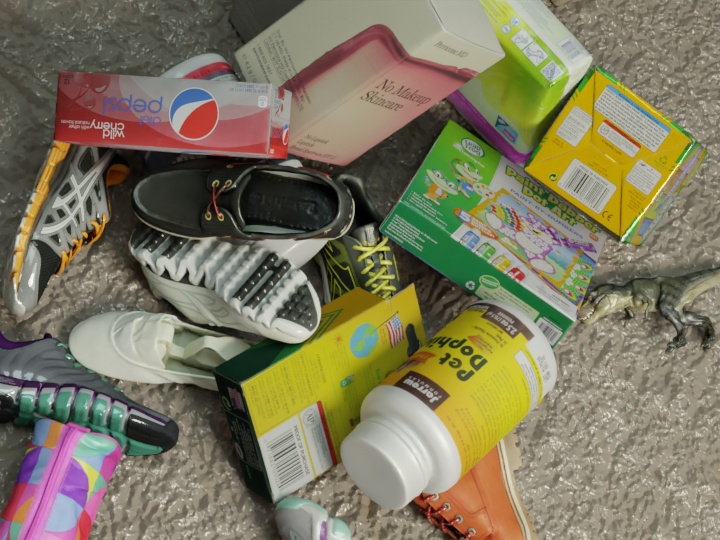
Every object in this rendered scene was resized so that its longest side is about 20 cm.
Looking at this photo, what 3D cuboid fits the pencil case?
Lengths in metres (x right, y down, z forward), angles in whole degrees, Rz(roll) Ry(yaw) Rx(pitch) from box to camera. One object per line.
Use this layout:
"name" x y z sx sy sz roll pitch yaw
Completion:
"pencil case" -0.264 0.220 1.485 0.088 0.088 0.201 22 58 -8

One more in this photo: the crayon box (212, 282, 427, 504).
"crayon box" -0.027 0.103 1.607 0.199 0.051 0.128 -28 119 -29

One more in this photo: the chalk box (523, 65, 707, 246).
"chalk box" 0.257 -0.108 1.772 0.124 0.200 0.124 37 99 12

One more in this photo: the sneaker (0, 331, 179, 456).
"sneaker" -0.248 0.096 1.560 0.199 0.075 0.088 17 55 -11

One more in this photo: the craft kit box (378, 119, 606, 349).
"craft kit box" 0.133 -0.039 1.726 0.199 0.049 0.198 34 29 -2

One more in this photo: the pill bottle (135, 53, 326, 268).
"pill bottle" -0.120 -0.088 1.663 0.119 0.120 0.200 -31 78 -29

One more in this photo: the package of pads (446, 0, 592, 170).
"package of pads" 0.140 -0.203 1.757 0.068 0.200 0.155 -36 76 -18

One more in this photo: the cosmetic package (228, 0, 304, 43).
"cosmetic package" -0.052 -0.269 1.725 0.090 0.200 0.107 -25 76 -28

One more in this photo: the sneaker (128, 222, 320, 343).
"sneaker" -0.116 0.019 1.600 0.199 0.081 0.075 26 49 28

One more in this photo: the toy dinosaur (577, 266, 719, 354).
"toy dinosaur" 0.315 0.038 1.802 0.199 0.048 0.089 -11 63 -27

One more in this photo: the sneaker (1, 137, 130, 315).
"sneaker" -0.266 -0.045 1.617 0.077 0.078 0.201 24 59 -12

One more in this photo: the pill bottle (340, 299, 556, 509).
"pill bottle" 0.075 0.120 1.585 0.109 0.109 0.200 47 57 6

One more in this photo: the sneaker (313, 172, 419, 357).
"sneaker" 0.000 0.000 1.683 0.074 0.085 0.201 -20 74 -25

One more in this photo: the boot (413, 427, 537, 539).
"boot" 0.098 0.227 1.624 0.106 0.075 0.201 -2 58 -17

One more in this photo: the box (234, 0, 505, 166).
"box" 0.008 -0.197 1.641 0.128 0.199 0.110 8 54 -59

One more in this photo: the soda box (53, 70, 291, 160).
"soda box" -0.164 -0.135 1.578 0.198 0.070 0.064 4 91 14

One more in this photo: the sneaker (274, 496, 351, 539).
"sneaker" -0.043 0.302 1.530 0.140 0.078 0.200 -33 79 -30

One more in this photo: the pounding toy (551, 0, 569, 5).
"pounding toy" 0.239 -0.387 1.917 0.199 0.142 0.185 -28 77 -28

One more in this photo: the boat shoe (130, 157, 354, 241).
"boat shoe" -0.106 -0.063 1.568 0.200 0.063 0.074 5 85 8

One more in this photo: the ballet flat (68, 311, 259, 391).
"ballet flat" -0.158 0.069 1.606 0.199 0.069 0.070 14 62 -12
